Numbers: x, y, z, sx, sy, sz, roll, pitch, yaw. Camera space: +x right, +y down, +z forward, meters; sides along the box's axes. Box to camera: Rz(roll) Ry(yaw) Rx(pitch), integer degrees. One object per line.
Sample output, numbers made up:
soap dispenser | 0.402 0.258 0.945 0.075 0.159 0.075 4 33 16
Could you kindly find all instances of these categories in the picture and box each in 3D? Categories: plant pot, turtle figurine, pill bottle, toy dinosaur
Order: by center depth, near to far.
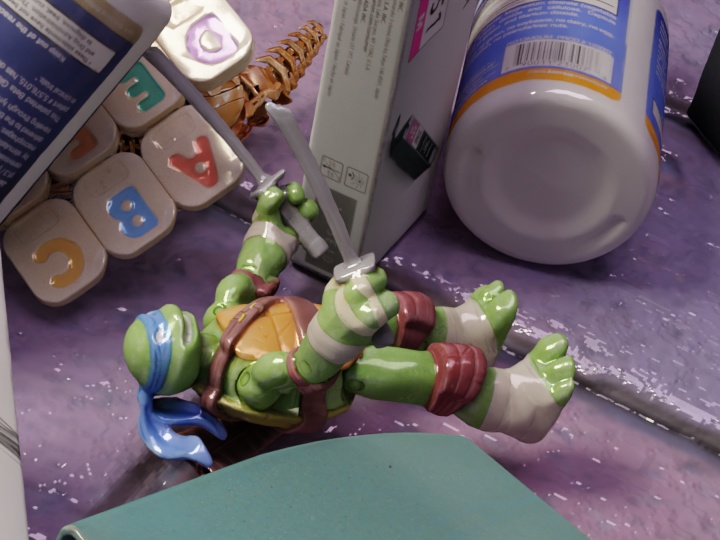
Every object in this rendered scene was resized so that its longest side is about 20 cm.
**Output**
plant pot | -0.005 0.149 0.762 0.141 0.142 0.200 38 39 26
turtle figurine | 0.000 0.000 0.908 0.193 0.144 0.201 12 76 -29
pill bottle | -0.187 -0.076 0.915 0.111 0.200 0.111 40 5 -5
toy dinosaur | -0.104 -0.090 1.066 0.136 0.102 0.200 52 32 17
pill bottle | 0.110 -0.105 1.108 0.112 0.112 0.200 14 39 0

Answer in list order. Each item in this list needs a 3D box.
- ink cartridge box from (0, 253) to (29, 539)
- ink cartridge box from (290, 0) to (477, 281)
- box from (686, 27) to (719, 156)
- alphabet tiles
ink cartridge box | -0.206 0.077 0.768 0.083 0.147 0.200 38 25 -39
ink cartridge box | 0.034 -0.114 1.026 0.043 0.200 0.174 26 42 16
box | 0.316 -0.140 1.140 0.196 0.200 0.118 -10 46 -27
alphabet tiles | -0.156 -0.087 0.993 0.200 0.015 0.196 -35 72 -8
